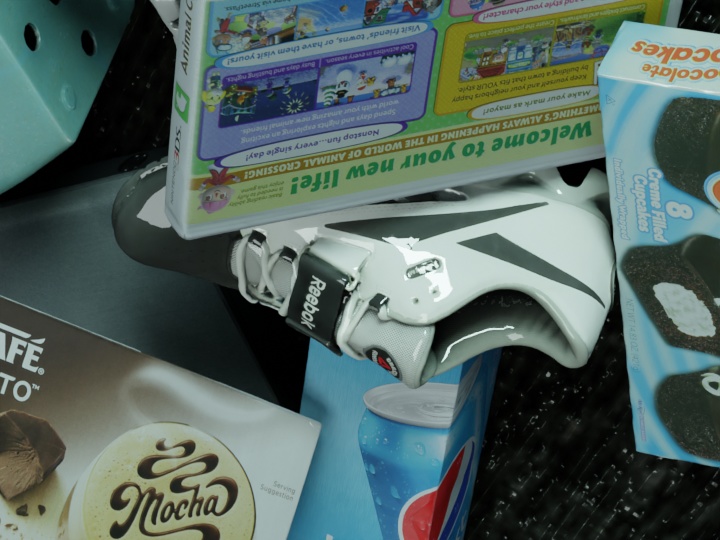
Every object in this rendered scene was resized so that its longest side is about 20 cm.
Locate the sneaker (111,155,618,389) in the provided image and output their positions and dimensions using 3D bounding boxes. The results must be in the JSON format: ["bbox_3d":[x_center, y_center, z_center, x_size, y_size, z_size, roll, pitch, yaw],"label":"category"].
[{"bbox_3d":[0.000,0.000,1.115,0.199,0.089,0.074,2,147,4],"label":"sneaker"}]

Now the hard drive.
[{"bbox_3d":[-0.131,0.025,1.289,0.199,0.033,0.140,-12,117,34],"label":"hard drive"}]

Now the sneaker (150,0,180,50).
[{"bbox_3d":[-0.033,-0.099,1.131,0.090,0.067,0.201,8,130,19],"label":"sneaker"}]

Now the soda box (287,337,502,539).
[{"bbox_3d":[0.012,0.078,1.232,0.068,0.064,0.201,20,130,14],"label":"soda box"}]

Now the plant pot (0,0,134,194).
[{"bbox_3d":[-0.203,-0.095,1.160,0.199,0.142,0.141,-9,132,27],"label":"plant pot"}]

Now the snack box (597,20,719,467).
[{"bbox_3d":[0.156,0.000,1.098,0.116,0.037,0.200,10,136,22],"label":"snack box"}]

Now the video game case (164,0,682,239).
[{"bbox_3d":[0.030,-0.104,1.028,0.022,0.199,0.183,54,147,43],"label":"video game case"}]

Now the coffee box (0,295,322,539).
[{"bbox_3d":[-0.130,0.079,1.157,0.200,0.113,0.080,24,168,-27],"label":"coffee box"}]
